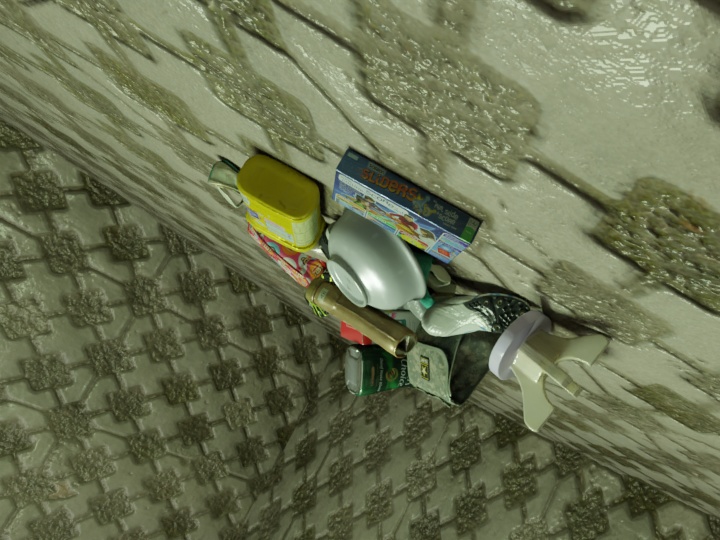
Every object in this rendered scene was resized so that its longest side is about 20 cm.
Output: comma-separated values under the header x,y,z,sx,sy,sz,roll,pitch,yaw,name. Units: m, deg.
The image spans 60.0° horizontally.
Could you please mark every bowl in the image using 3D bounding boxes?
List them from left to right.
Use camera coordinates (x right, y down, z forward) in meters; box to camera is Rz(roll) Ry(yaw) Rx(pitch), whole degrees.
x,y,z,sx,sy,sz,roll,pitch,yaw,name
0.008,-0.006,1.021,0.201,0.090,0.202,45,161,20,bowl

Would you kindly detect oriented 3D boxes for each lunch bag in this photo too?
x,y,z,sx,sy,sz,roll,pitch,yaw,name
-0.167,-0.047,1.412,0.200,0.082,0.176,44,168,-1,lunch bag
0.177,0.157,1.222,0.117,0.201,0.164,32,170,-22,lunch bag

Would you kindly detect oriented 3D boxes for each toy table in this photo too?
x,y,z,sx,sy,sz,roll,pitch,yaw,name
0.295,0.149,1.000,0.117,0.185,0.199,41,-164,30,toy table

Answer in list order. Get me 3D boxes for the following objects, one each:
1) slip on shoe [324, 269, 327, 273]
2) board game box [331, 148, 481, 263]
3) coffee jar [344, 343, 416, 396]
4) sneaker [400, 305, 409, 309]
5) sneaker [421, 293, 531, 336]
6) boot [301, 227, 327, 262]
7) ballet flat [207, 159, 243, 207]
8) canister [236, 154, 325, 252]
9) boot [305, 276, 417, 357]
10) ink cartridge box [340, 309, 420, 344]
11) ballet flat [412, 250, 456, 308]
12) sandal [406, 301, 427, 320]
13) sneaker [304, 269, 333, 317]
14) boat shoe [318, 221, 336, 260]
x,y,z,sx,sy,sz,roll,pitch,yaw,name
0.013,0.019,1.412,0.198,0.075,0.061,13,-154,31,slip on shoe
0.056,-0.083,0.858,0.199,0.035,0.135,29,169,0,board game box
0.070,0.202,1.312,0.198,0.106,0.085,-2,-173,-29,coffee jar
0.070,0.037,1.317,0.197,0.083,0.074,5,-176,2,sneaker
0.199,0.071,1.072,0.198,0.072,0.073,-9,103,36,sneaker
-0.039,-0.037,1.237,0.145,0.071,0.199,24,178,39,boot
-0.221,-0.143,1.245,0.199,0.063,0.067,36,168,-33,ballet flat
-0.137,-0.114,1.098,0.147,0.087,0.200,28,168,3,canister
0.014,0.088,1.114,0.199,0.067,0.175,29,-172,24,boot
0.034,0.113,1.318,0.198,0.068,0.116,0,-177,-25,ink cartridge box
0.131,0.025,1.104,0.070,0.068,0.200,9,163,28,ballet flat
0.099,0.017,1.187,0.082,0.050,0.203,46,165,36,sandal
-0.066,0.045,1.399,0.076,0.076,0.200,52,149,2,sneaker
0.000,0.000,1.156,0.200,0.074,0.060,44,138,-1,boat shoe
